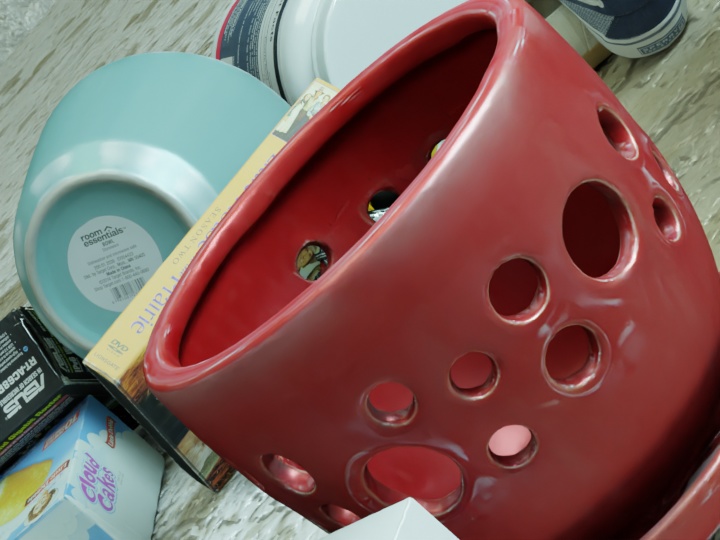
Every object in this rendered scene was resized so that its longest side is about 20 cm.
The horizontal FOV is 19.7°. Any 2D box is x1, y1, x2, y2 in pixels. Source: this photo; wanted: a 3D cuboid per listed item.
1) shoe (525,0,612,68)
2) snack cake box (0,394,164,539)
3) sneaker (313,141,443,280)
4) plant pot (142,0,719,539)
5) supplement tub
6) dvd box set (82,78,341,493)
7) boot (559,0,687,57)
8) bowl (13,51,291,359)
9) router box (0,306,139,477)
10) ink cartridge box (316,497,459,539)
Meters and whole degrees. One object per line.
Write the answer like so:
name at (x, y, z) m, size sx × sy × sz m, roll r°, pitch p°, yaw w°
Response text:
shoe at (0.120, -0.147, 1.195) m, size 0.200 × 0.053 × 0.070 m, roll -47°, pitch 18°, yaw 0°
snack cake box at (-0.211, 0.181, 1.238) m, size 0.200 × 0.067 × 0.115 m, roll -41°, pitch 18°, yaw 18°
sneaker at (0.000, 0.000, 1.112) m, size 0.200 × 0.082 × 0.078 m, roll -48°, pitch 18°, yaw 1°
plant pot at (0.047, 0.024, 0.786) m, size 0.200 × 0.182 × 0.200 m, roll -41°, pitch 19°, yaw 18°
supplement tub at (-0.002, -0.133, 1.305) m, size 0.140 × 0.140 × 0.200 m, roll -52°, pitch 18°, yaw -13°
dvd box set at (-0.052, 0.012, 1.136) m, size 0.029 × 0.146 × 0.200 m, roll 31°, pitch 74°, yaw 32°
boot at (0.104, -0.202, 1.153) m, size 0.073 × 0.090 × 0.200 m, roll -43°, pitch 47°, yaw -2°
bowl at (-0.119, -0.017, 1.199) m, size 0.201 × 0.201 × 0.105 m, roll -39°, pitch 5°, yaw 25°
router box at (-0.229, 0.107, 1.318) m, size 0.200 × 0.062 × 0.150 m, roll -41°, pitch -17°, yaw 17°
ink cartridge box at (0.009, 0.153, 0.712) m, size 0.200 × 0.116 × 0.068 m, roll -30°, pitch 26°, yaw 42°
